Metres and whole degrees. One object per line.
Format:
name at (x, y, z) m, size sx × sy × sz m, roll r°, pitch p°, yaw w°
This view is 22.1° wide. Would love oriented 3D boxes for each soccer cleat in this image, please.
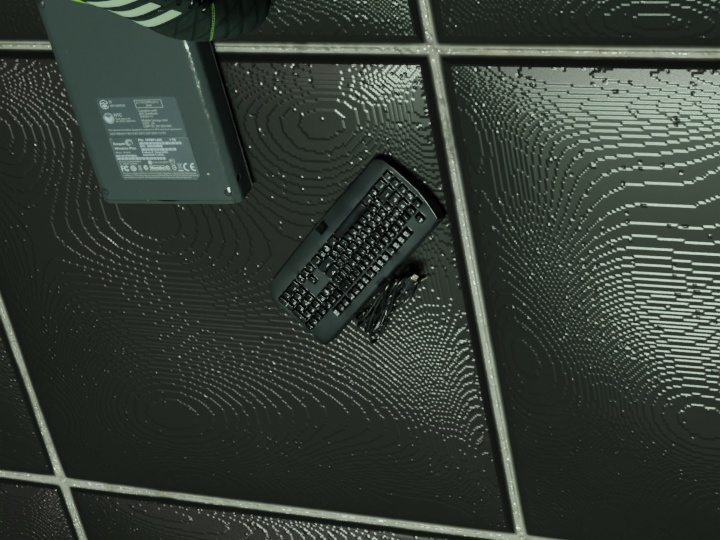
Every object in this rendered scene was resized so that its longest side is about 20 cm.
soccer cleat at (-0.157, -0.218, 1.385) m, size 0.198 × 0.068 × 0.081 m, roll 11°, pitch 173°, yaw -20°

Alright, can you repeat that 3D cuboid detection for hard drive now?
hard drive at (-0.179, -0.148, 1.521) m, size 0.138 × 0.033 × 0.201 m, roll 2°, pitch 125°, yaw 25°

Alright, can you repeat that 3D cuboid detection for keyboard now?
keyboard at (0.000, 0.000, 1.542) m, size 0.104 × 0.040 × 0.200 m, roll 38°, pitch 133°, yaw -3°
